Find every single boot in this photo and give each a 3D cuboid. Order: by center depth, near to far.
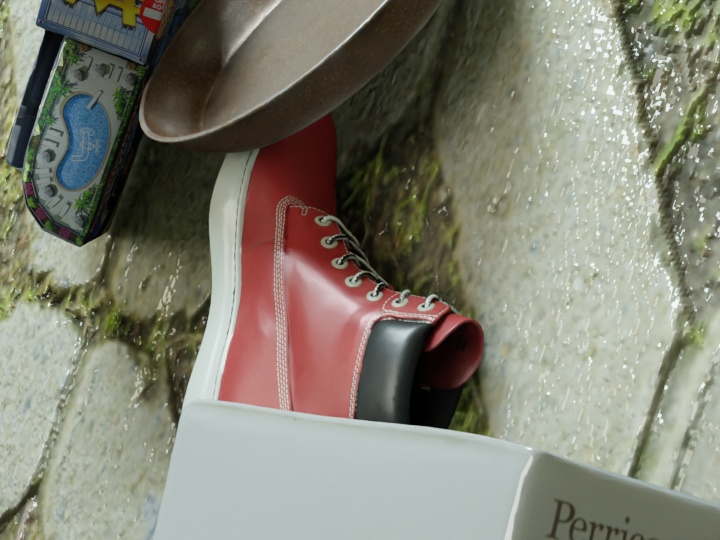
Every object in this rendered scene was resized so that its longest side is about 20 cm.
[{"bbox_3d":[0.000,0.000,1.153,0.144,0.072,0.200,-12,59,34],"label":"boot"}]

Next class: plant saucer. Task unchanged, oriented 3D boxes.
[{"bbox_3d":[-0.020,-0.123,1.188,0.200,0.034,0.200,-33,26,19],"label":"plant saucer"}]

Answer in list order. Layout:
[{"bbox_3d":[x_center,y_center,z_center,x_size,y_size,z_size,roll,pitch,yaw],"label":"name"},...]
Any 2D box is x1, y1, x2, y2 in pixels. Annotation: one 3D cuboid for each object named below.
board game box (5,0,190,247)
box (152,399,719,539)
[{"bbox_3d":[-0.132,-0.117,1.274,0.200,0.062,0.200,-107,37,-88],"label":"board game box"},{"bbox_3d":[0.047,0.155,0.914,0.200,0.199,0.172,2,78,50],"label":"box"}]
